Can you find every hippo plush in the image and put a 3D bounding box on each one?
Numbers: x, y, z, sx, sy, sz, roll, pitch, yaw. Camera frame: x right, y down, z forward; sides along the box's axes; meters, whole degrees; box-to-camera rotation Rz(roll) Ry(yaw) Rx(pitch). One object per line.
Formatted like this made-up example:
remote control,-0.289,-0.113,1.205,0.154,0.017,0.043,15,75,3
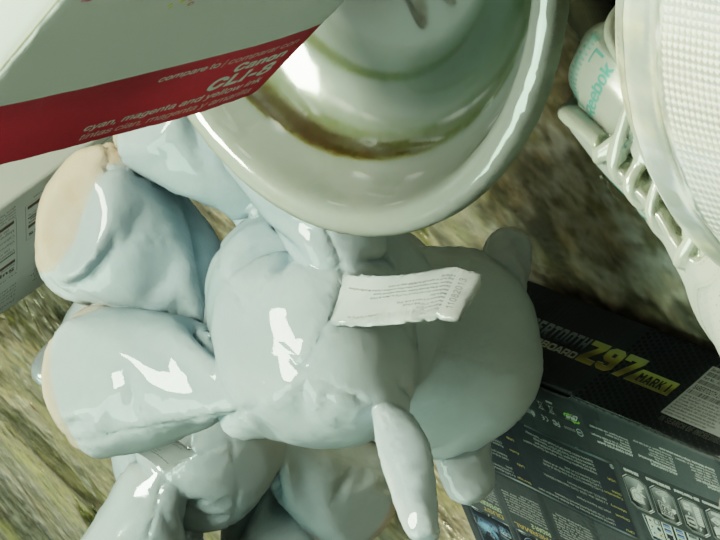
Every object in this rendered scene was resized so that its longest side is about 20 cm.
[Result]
hippo plush,-0.099,0.080,1.389,0.161,0.159,0.200,44,178,46
hippo plush,0.000,0.000,1.051,0.199,0.160,0.160,10,92,36

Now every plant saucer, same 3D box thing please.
plant saucer,0.002,-0.113,0.910,0.200,0.050,0.201,20,119,42

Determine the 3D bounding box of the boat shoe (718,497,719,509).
boat shoe,0.165,0.075,0.909,0.072,0.076,0.200,41,-166,15

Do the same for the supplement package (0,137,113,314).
supplement package,-0.236,-0.043,1.409,0.156,0.200,0.111,45,155,17

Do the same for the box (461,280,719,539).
box,0.110,0.091,1.153,0.200,0.051,0.158,22,142,49

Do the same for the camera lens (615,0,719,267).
camera lens,0.170,-0.056,0.687,0.200,0.160,0.160,19,141,52

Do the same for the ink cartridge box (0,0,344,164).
ink cartridge box,-0.061,-0.146,0.818,0.200,0.144,0.146,-41,72,46

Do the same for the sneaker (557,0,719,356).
sneaker,0.097,-0.030,0.845,0.080,0.071,0.201,21,-149,-24
